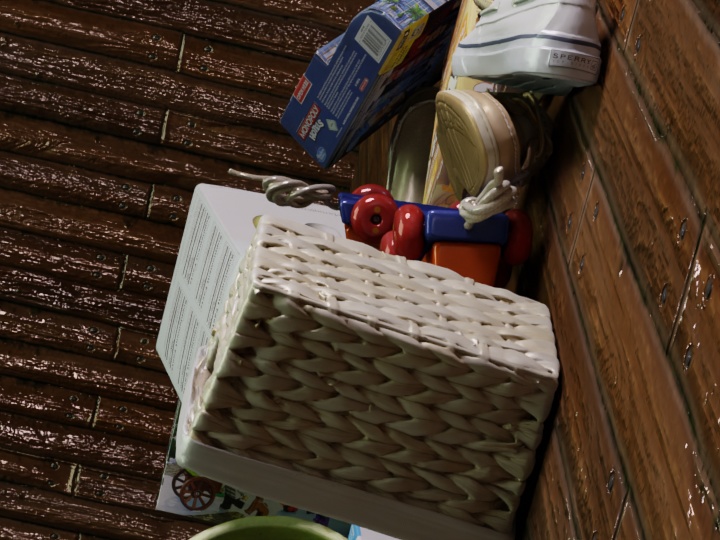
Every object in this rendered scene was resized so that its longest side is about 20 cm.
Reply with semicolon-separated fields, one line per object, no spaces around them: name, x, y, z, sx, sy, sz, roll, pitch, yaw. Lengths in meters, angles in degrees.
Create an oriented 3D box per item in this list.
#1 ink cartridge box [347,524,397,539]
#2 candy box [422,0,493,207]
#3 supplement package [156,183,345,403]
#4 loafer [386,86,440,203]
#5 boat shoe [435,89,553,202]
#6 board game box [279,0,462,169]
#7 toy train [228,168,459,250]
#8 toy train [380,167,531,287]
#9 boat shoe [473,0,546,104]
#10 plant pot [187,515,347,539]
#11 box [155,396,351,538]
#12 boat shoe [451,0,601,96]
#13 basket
ink cartridge box;0.007;0.278;1.577;0.115;0.068;0.200;-103;26;-80
candy box;0.090;-0.127;1.763;0.116;0.055;0.200;107;175;-48
supplement package;-0.036;0.042;1.791;0.200;0.191;0.147;-128;50;-68
loafer;0.056;-0.050;1.932;0.067;0.076;0.200;-127;41;-82
boat shoe;0.090;-0.088;1.521;0.200;0.069;0.074;144;107;-88
board game box;0.049;-0.200;1.916;0.200;0.062;0.200;-37;-12;-35
toy train;0.000;0.000;1.630;0.085;0.200;0.116;-109;27;-82
toy train;0.063;0.017;1.454;0.200;0.084;0.116;119;153;-76
boat shoe;0.108;-0.183;1.555;0.200;0.072;0.072;108;173;-55
plant pot;-0.065;0.317;1.775;0.190;0.200;0.200;83;-166;-57
box;-0.057;0.150;1.937;0.038;0.200;0.137;-98;20;-82
boat shoe;0.111;-0.147;1.462;0.200;0.073;0.067;-166;87;-74
basket;0.008;0.064;1.344;0.136;0.200;0.124;-89;19;-70
